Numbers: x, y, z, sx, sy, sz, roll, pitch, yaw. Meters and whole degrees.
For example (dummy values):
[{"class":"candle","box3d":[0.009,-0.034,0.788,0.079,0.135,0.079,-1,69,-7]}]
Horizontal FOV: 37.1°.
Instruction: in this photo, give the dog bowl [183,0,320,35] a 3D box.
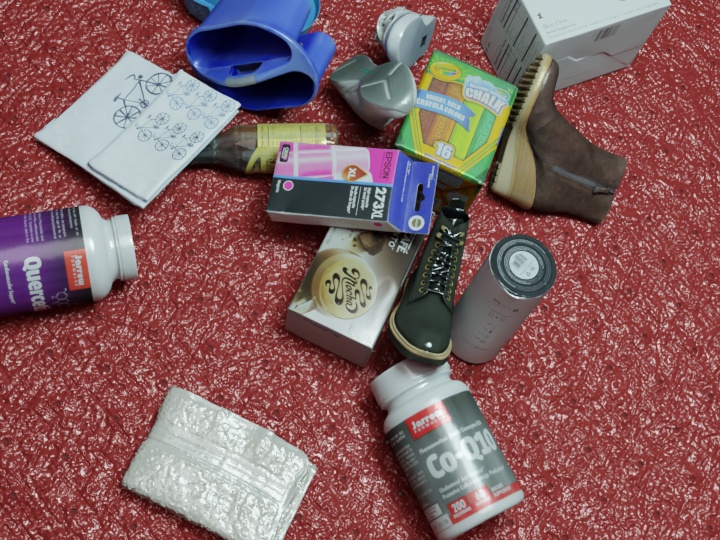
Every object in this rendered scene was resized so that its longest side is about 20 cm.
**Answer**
[{"class":"dog bowl","box3d":[-0.153,-0.367,1.451,0.198,0.050,0.112,22,62,-1]}]

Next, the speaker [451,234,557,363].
[{"class":"speaker","box3d":[0.161,0.039,1.272,0.080,0.200,0.082,5,62,-10]}]

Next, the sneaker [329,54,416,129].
[{"class":"sneaker","box3d":[0.029,-0.220,1.362,0.070,0.200,0.081,-36,118,-6]}]

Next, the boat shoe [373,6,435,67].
[{"class":"boat shoe","box3d":[0.049,-0.310,1.415,0.065,0.200,0.074,20,105,8]}]

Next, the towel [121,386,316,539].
[{"class":"towel","box3d":[-0.160,0.233,1.229,0.198,0.035,0.133,26,66,1]}]

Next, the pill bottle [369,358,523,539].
[{"class":"pill bottle","box3d":[0.096,0.200,1.244,0.113,0.114,0.201,-23,75,-18]}]

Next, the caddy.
[{"class":"caddy","box3d":[-0.129,-0.271,1.350,0.199,0.142,0.106,1,53,39]}]

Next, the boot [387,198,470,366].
[{"class":"boot","box3d":[0.088,0.009,1.251,0.077,0.139,0.200,16,25,-8]}]

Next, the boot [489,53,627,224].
[{"class":"boot","box3d":[0.271,-0.170,1.405,0.165,0.072,0.202,13,109,-9]}]

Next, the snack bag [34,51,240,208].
[{"class":"snack bag","box3d":[-0.281,-0.188,1.348,0.199,0.021,0.189,31,65,22]}]

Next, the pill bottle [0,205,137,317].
[{"class":"pill bottle","box3d":[-0.364,-0.012,1.244,0.198,0.113,0.114,-10,71,-13]}]

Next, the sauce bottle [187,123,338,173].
[{"class":"sauce bottle","box3d":[-0.127,-0.155,1.370,0.198,0.066,0.067,-2,69,-4]}]

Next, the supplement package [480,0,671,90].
[{"class":"supplement package","box3d":[0.290,-0.338,1.465,0.198,0.156,0.112,-21,73,-17]}]

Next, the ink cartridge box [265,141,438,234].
[{"class":"ink cartridge box","box3d":[-0.010,-0.100,1.293,0.198,0.037,0.096,6,71,10]}]

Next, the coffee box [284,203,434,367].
[{"class":"coffee box","box3d":[0.000,0.000,1.322,0.112,0.080,0.201,25,67,3]}]

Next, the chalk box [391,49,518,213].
[{"class":"chalk box","box3d":[0.120,-0.191,1.394,0.124,0.124,0.202,22,67,-1]}]
